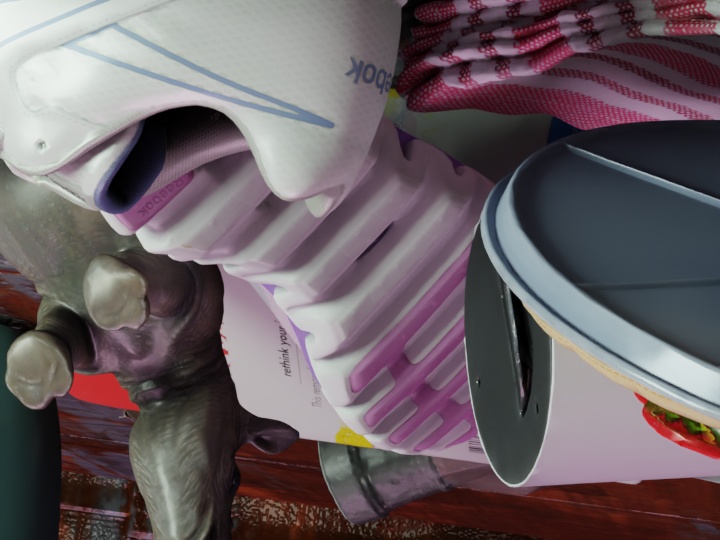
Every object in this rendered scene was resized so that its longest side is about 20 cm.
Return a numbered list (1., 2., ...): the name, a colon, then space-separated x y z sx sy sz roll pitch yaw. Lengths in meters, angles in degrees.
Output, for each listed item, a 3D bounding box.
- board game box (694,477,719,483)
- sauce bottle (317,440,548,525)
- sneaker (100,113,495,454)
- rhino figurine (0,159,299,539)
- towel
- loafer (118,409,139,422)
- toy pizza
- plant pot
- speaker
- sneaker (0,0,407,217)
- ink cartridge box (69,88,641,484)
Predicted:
1. board game box: 0.229 0.058 1.079 0.199 0.026 0.200 -7 179 -5
2. sauce bottle: 0.081 0.045 1.003 0.199 0.066 0.066 -23 162 14
3. sneaker: -0.014 -0.024 0.771 0.200 0.080 0.089 42 -174 -42
4. rhino figurine: -0.071 0.005 0.793 0.060 0.201 0.087 -22 -170 17
5. towel: 0.122 -0.049 0.720 0.146 0.030 0.199 14 169 -36
6. loafer: -0.085 0.049 1.395 0.073 0.071 0.200 10 171 -9
7. toy pizza: 0.124 0.013 0.635 0.199 0.032 0.200 9 -158 -4
8. plant pot: -0.273 0.108 1.653 0.199 0.162 0.201 8 172 1
9. speaker: 0.130 0.015 0.743 0.199 0.082 0.081 -2 174 -15
10. sneaker: -0.083 -0.061 0.653 0.199 0.088 0.074 6 172 22
11. ink cartridge box: 0.000 0.000 0.886 0.199 0.068 0.116 8 143 9
